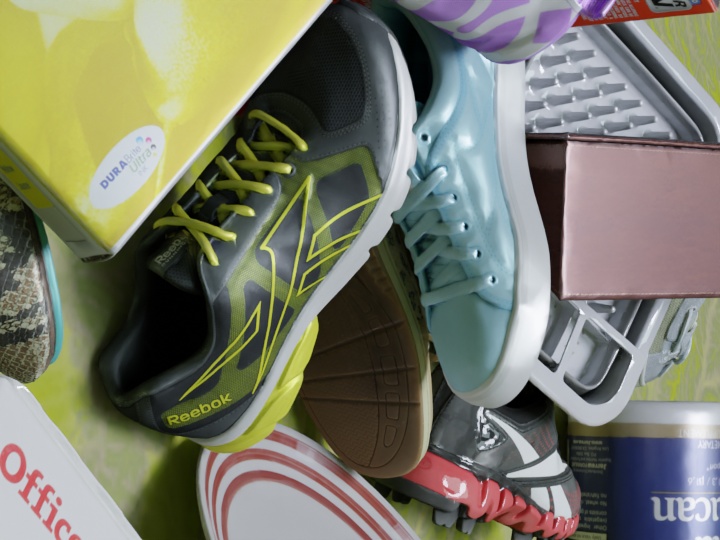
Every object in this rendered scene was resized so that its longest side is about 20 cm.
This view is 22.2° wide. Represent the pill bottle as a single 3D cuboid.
[{"bbox_3d":[0.187,0.185,1.179,0.111,0.110,0.202,8,82,-61],"label":"pill bottle"}]

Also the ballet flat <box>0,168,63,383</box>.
[{"bbox_3d":[-0.153,-0.058,0.625,0.075,0.068,0.202,-7,90,-39],"label":"ballet flat"}]

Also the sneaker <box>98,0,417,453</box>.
[{"bbox_3d":[-0.042,-0.016,0.755,0.084,0.074,0.202,10,103,-54],"label":"sneaker"}]

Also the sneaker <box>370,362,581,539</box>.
[{"bbox_3d":[0.080,0.097,1.012,0.200,0.070,0.099,26,84,-58],"label":"sneaker"}]

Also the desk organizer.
[{"bbox_3d":[0.148,-0.027,0.928,0.199,0.071,0.078,0,93,-39],"label":"desk organizer"}]

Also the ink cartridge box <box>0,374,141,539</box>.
[{"bbox_3d":[-0.150,0.153,0.585,0.147,0.082,0.201,61,39,-40],"label":"ink cartridge box"}]

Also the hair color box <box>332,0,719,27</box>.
[{"bbox_3d":[0.080,-0.179,0.905,0.064,0.198,0.112,47,49,-51],"label":"hair color box"}]

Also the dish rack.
[{"bbox_3d":[0.107,-0.039,0.965,0.171,0.043,0.201,40,68,-31],"label":"dish rack"}]

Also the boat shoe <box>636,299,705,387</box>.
[{"bbox_3d":[0.208,0.010,1.214,0.203,0.064,0.075,93,-3,-51],"label":"boat shoe"}]

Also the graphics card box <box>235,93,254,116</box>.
[{"bbox_3d":[-0.062,-0.181,0.799,0.126,0.050,0.201,57,41,-44],"label":"graphics card box"}]

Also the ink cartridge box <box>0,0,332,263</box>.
[{"bbox_3d":[-0.093,-0.144,0.606,0.200,0.047,0.198,48,67,-22],"label":"ink cartridge box"}]

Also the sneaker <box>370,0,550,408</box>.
[{"bbox_3d":[0.032,-0.037,0.840,0.081,0.074,0.202,7,68,-33],"label":"sneaker"}]

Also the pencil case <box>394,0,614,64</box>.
[{"bbox_3d":[0.020,-0.160,0.760,0.199,0.085,0.084,29,89,-35],"label":"pencil case"}]

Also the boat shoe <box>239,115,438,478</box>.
[{"bbox_3d":[0.000,0.000,0.882,0.063,0.073,0.202,-37,119,-57],"label":"boat shoe"}]

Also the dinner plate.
[{"bbox_3d":[-0.006,0.152,0.822,0.200,0.024,0.201,42,20,-18],"label":"dinner plate"}]
